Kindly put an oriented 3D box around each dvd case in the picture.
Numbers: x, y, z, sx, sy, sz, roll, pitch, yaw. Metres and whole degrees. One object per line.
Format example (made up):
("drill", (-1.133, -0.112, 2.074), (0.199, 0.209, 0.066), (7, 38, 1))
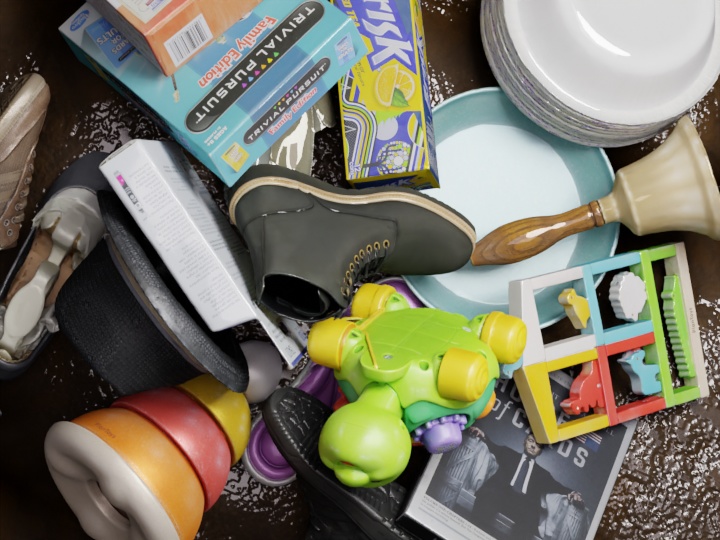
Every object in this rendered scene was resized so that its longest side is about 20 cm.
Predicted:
("dvd case", (0.127, 0.157, 1.623), (0.150, 0.025, 0.201), (33, 53, -7))

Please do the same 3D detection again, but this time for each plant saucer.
("plant saucer", (0.112, -0.047, 1.677), (0.198, 0.036, 0.202), (1, 86, -10))

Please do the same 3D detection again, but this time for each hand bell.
("hand bell", (0.181, -0.042, 1.641), (0.199, 0.104, 0.105), (-19, 89, 3))

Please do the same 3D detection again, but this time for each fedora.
("fedora", (-0.167, 0.036, 1.536), (0.091, 0.201, 0.201), (-37, 92, 4))

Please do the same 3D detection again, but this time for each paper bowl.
("paper bowl", (0.204, -0.208, 1.653), (0.199, 0.104, 0.202), (4, 75, -15))

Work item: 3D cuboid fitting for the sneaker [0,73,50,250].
("sneaker", (-0.290, -0.057, 1.605), (0.075, 0.070, 0.201), (36, 84, -24))

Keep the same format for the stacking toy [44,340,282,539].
("stacking toy", (-0.131, 0.125, 1.591), (0.200, 0.146, 0.146), (-41, 93, -26))

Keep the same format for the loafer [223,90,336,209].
("loafer", (-0.056, -0.135, 1.644), (0.069, 0.075, 0.202), (16, 83, -24))

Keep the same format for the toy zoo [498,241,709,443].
("toy zoo", (0.189, 0.059, 1.648), (0.199, 0.020, 0.132), (-14, 95, -30))

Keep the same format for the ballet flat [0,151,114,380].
("ballet flat", (-0.237, -0.005, 1.598), (0.073, 0.073, 0.201), (30, 81, -6))

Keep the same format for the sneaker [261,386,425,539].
("sneaker", (-0.021, 0.187, 1.605), (0.200, 0.104, 0.060), (43, 43, -5))

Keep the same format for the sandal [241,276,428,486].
("sandal", (-0.012, 0.092, 1.638), (0.082, 0.050, 0.203), (40, 80, -5))

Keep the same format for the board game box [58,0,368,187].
("board game box", (-0.116, -0.178, 1.587), (0.151, 0.047, 0.200), (-45, 56, -9))

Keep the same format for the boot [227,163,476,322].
("boot", (0.000, 0.000, 1.551), (0.198, 0.139, 0.078), (8, 125, -16))

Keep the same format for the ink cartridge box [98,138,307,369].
("ink cartridge box", (-0.114, -0.008, 1.554), (0.043, 0.196, 0.201), (-33, 90, 4))

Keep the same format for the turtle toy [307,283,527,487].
("turtle toy", (0.032, 0.090, 1.546), (0.145, 0.200, 0.102), (13, 116, 23))

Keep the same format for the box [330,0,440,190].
("box", (0.017, -0.164, 1.632), (0.069, 0.064, 0.202), (-7, 76, 7))

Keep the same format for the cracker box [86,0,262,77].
("cracker box", (-0.160, -0.255, 1.585), (0.134, 0.058, 0.200), (-39, 56, -9))
